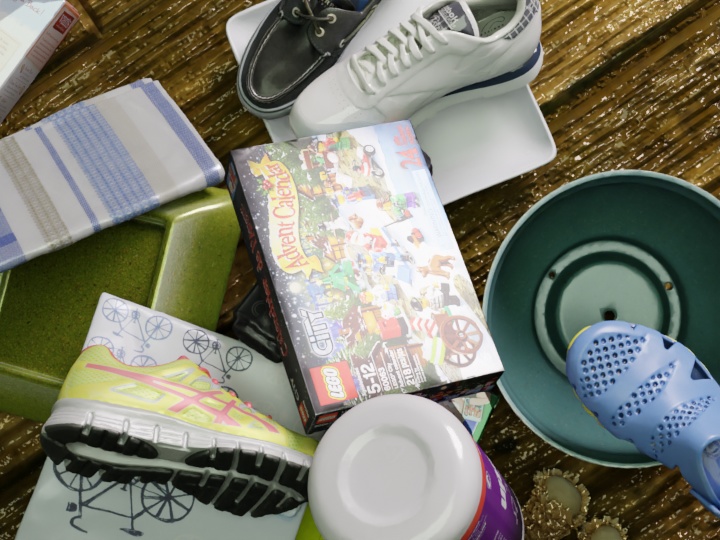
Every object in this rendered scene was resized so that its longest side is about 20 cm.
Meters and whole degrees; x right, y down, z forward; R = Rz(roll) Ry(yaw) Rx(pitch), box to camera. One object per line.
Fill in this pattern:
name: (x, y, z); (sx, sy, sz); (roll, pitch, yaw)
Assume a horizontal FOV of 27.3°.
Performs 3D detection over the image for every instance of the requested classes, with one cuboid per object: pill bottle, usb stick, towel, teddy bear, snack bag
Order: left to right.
towel: (-0.211, -0.068, 1.084); (0.199, 0.024, 0.147); (-25, 44, -16)
snack bag: (-0.124, 0.135, 1.007); (0.187, 0.021, 0.201); (22, 68, -5)
usb stick: (-0.018, -0.021, 1.066); (0.055, 0.033, 0.200); (35, 66, 5)
pill bottle: (0.045, 0.163, 0.990); (0.112, 0.200, 0.113); (-7, 65, 16)
teddy bear: (0.111, 0.240, 1.102); (0.144, 0.067, 0.201); (31, 85, -10)

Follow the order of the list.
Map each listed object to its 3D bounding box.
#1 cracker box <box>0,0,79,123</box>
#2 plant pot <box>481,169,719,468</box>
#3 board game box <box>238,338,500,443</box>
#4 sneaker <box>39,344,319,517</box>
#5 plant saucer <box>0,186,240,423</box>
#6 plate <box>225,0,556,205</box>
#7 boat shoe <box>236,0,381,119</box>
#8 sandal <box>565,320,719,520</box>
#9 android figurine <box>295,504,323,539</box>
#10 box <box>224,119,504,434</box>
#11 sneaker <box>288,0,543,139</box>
cracker box: (-0.330, -0.162, 1.141); (0.134, 0.058, 0.200); (37, 90, 3)
plant pot: (0.184, 0.033, 1.068); (0.198, 0.134, 0.202); (0, 90, 2)
board game box: (-0.012, 0.114, 1.126); (0.199, 0.029, 0.135); (25, 89, 3)
sneaker: (-0.104, 0.097, 0.976); (0.199, 0.078, 0.091); (18, 47, -18)
plant saucer: (-0.201, 0.019, 1.096); (0.199, 0.048, 0.201); (12, 86, 24)
plate: (0.022, -0.137, 1.137); (0.199, 0.032, 0.201); (-23, 87, 1)
boat shoe: (-0.023, -0.199, 1.098); (0.069, 0.057, 0.200); (40, 90, 4)
sandal: (0.218, 0.105, 0.957); (0.200, 0.087, 0.080); (38, 94, 4)
android figurine: (-0.066, 0.161, 1.093); (0.181, 0.041, 0.202); (16, 106, 6)
box: (0.000, 0.000, 1.011); (0.136, 0.038, 0.201); (-11, 66, -19)
sneaker: (0.037, -0.152, 1.072); (0.199, 0.081, 0.077); (-25, 64, -4)
